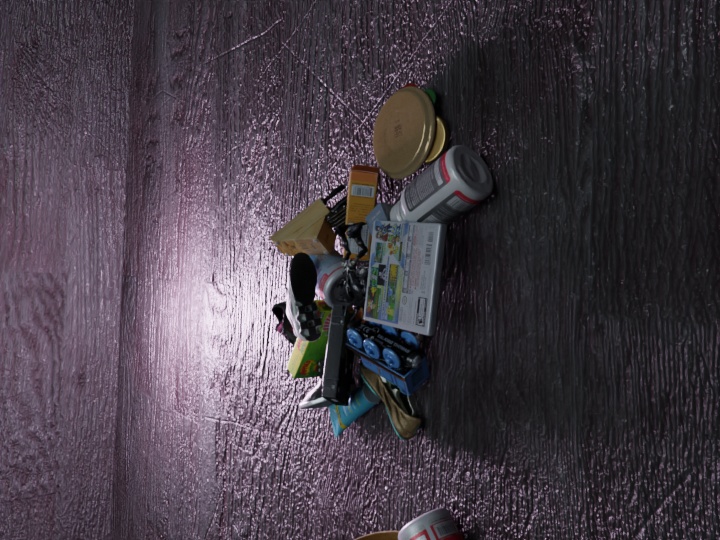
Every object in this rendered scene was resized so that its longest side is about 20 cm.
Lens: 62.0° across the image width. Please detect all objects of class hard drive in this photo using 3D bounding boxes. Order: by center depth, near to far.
[{"bbox_3d":[-0.045,0.190,1.328,0.037,0.140,0.202,3,72,11],"label":"hard drive"}]

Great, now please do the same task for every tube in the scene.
[{"bbox_3d":[-0.020,0.319,1.393,0.200,0.050,0.078,-47,44,45],"label":"tube"}]

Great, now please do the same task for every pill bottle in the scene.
[{"bbox_3d":[0.157,0.552,1.090,0.113,0.111,0.201,-56,47,34],"label":"pill bottle"},{"bbox_3d":[0.147,-0.140,1.146,0.200,0.110,0.112,-36,60,45],"label":"pill bottle"},{"bbox_3d":[-0.085,0.000,1.438,0.200,0.108,0.110,40,118,46],"label":"pill bottle"}]

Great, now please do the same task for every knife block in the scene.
[{"bbox_3d":[-0.099,-0.124,1.425,0.198,0.064,0.177,-3,53,33],"label":"knife block"}]

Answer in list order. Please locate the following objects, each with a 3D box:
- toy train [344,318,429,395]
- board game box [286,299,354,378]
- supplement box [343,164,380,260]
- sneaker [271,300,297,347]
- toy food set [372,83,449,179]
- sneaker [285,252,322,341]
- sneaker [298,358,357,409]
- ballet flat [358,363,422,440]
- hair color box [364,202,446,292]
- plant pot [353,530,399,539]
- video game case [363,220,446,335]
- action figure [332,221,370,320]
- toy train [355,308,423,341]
[{"bbox_3d":[0.050,0.169,1.236,0.199,0.086,0.115,22,138,42],"label":"toy train"},{"bbox_3d":[-0.098,0.167,1.451,0.048,0.101,0.201,47,123,44],"label":"board game box"},{"bbox_3d":[0.001,-0.127,1.331,0.067,0.068,0.202,-77,-5,-69],"label":"supplement box"},{"bbox_3d":[-0.184,0.164,1.576,0.201,0.083,0.077,57,130,37],"label":"sneaker"},{"bbox_3d":[0.097,-0.294,1.270,0.200,0.048,0.200,-36,60,46],"label":"toy food set"},{"bbox_3d":[-0.143,0.061,1.370,0.088,0.074,0.202,-6,87,56],"label":"sneaker"},{"bbox_3d":[-0.087,0.273,1.461,0.199,0.070,0.100,-34,61,39],"label":"sneaker"},{"bbox_3d":[0.070,0.260,1.268,0.072,0.068,0.201,-46,51,15],"label":"ballet flat"},{"bbox_3d":[0.090,-0.037,1.222,0.061,0.098,0.201,-43,55,39],"label":"hair color box"},{"bbox_3d":[0.045,0.663,1.197,0.186,0.185,0.202,-13,91,51],"label":"plant pot"},{"bbox_3d":[0.080,0.008,1.136,0.181,0.022,0.202,9,93,49],"label":"video game case"},{"bbox_3d":[0.000,0.000,1.271,0.118,0.101,0.202,-5,95,45],"label":"action figure"},{"bbox_3d":[0.054,0.108,1.296,0.200,0.055,0.152,-39,58,43],"label":"toy train"}]
